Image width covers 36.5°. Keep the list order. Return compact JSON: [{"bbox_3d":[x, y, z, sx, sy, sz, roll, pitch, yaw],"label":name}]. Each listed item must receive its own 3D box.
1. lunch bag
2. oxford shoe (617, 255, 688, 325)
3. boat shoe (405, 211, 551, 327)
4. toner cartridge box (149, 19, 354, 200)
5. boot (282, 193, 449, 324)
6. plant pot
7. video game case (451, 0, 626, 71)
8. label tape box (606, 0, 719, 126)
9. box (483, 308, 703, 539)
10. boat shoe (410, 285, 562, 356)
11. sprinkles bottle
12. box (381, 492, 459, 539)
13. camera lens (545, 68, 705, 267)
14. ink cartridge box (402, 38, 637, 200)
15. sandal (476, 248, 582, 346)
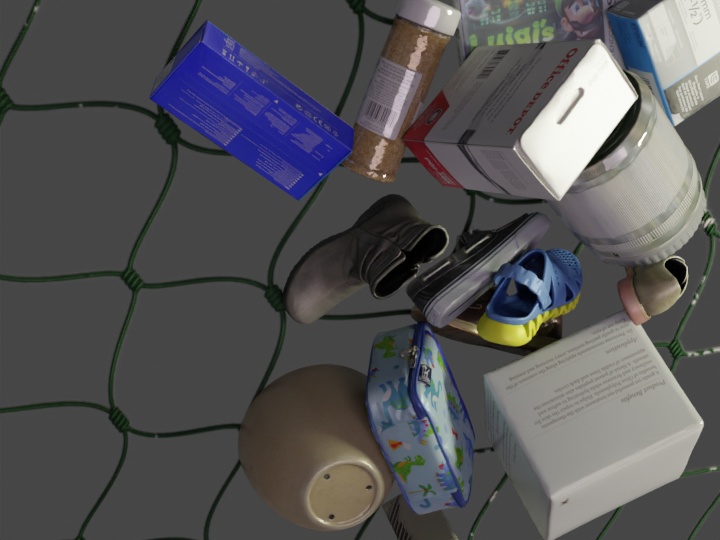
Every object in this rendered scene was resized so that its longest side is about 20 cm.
[{"bbox_3d":[0.074,0.171,1.293,0.082,0.161,0.200,-14,118,17],"label":"lunch bag"},{"bbox_3d":[0.356,0.012,1.293,0.074,0.200,0.071,-26,98,23],"label":"oxford shoe"},{"bbox_3d":[0.138,-0.018,1.281,0.200,0.071,0.072,-36,160,-22],"label":"boat shoe"},{"bbox_3d":[-0.111,-0.164,1.147,0.200,0.043,0.095,34,127,-25],"label":"toner cartridge box"},{"bbox_3d":[0.000,0.000,1.217,0.200,0.131,0.068,-43,116,4],"label":"boot"},{"bbox_3d":[-0.037,0.230,1.299,0.200,0.134,0.201,-6,112,-14],"label":"plant pot"},{"bbox_3d":[0.206,-0.253,1.234,0.199,0.023,0.182,-14,114,-10],"label":"video game case"},{"bbox_3d":[0.395,-0.281,1.245,0.200,0.066,0.143,-33,119,-7],"label":"label tape box"},{"bbox_3d":[0.271,0.190,1.313,0.199,0.172,0.200,-24,151,-6],"label":"box"},{"bbox_3d":[0.158,0.054,1.330,0.199,0.072,0.072,14,77,-13],"label":"boat shoe"},{"bbox_3d":[0.041,-0.198,1.183,0.068,0.068,0.200,16,107,-21],"label":"sprinkles bottle"},{"bbox_3d":[0.096,0.356,1.352,0.068,0.200,0.082,-30,116,-2],"label":"box"},{"bbox_3d":[0.281,-0.116,1.221,0.160,0.160,0.200,-44,130,4],"label":"camera lens"},{"bbox_3d":[0.159,-0.155,1.118,0.083,0.200,0.147,46,76,-28],"label":"ink cartridge box"},{"bbox_3d":[0.206,0.013,1.266,0.079,0.200,0.087,18,120,25],"label":"sandal"}]
